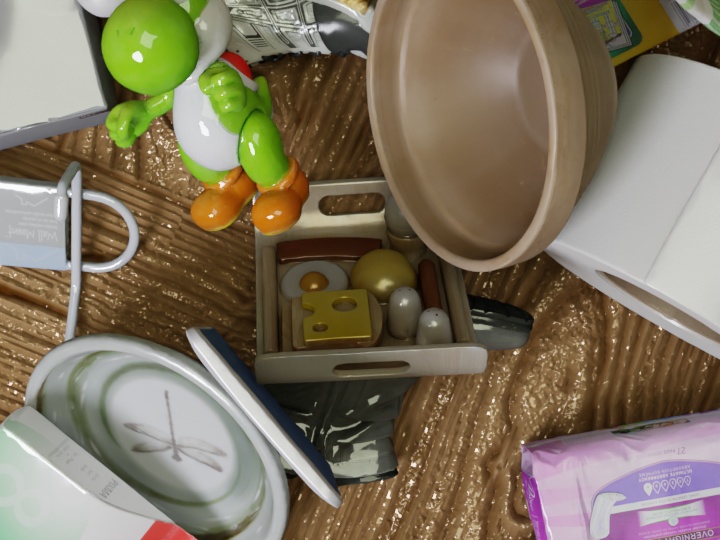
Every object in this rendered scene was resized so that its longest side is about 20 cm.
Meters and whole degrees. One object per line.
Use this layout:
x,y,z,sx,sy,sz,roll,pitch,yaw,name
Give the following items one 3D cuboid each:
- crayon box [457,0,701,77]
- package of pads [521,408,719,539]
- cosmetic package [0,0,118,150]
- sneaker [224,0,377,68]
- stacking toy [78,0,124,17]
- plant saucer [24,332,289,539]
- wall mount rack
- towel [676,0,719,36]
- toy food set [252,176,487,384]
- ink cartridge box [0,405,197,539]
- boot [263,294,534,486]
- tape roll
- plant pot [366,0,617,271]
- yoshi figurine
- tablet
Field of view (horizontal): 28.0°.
0.133,-0.188,0.945,0.199,0.058,0.119,-25,114,31,crayon box
0.216,0.164,1.001,0.198,0.076,0.122,-10,89,-2,package of pads
-0.239,-0.189,0.987,0.106,0.090,0.202,-12,93,-2,cosmetic package
-0.053,-0.174,1.007,0.199,0.076,0.088,23,107,0,sneaker
-0.155,-0.264,0.943,0.145,0.146,0.202,6,79,-2,stacking toy
-0.130,0.116,0.971,0.199,0.050,0.201,14,129,18,plant saucer
-0.256,0.005,0.993,0.198,0.075,0.175,6,118,0,wall mount rack
0.213,-0.205,0.866,0.023,0.199,0.154,-21,62,36,towel
0.000,0.000,0.949,0.142,0.201,0.061,-3,124,-2,toy food set
-0.198,0.213,0.978,0.200,0.050,0.161,40,110,1,ink cartridge box
0.021,0.083,1.010,0.198,0.068,0.132,0,97,4,boot
0.233,-0.030,0.940,0.202,0.203,0.140,31,88,-1,tape roll
0.092,-0.106,0.894,0.092,0.200,0.203,-12,90,-30,plant pot
-0.110,-0.107,0.929,0.112,0.112,0.201,-26,122,-4,yoshi figurine
-0.059,0.086,0.888,0.014,0.200,0.130,-41,90,-3,tablet
